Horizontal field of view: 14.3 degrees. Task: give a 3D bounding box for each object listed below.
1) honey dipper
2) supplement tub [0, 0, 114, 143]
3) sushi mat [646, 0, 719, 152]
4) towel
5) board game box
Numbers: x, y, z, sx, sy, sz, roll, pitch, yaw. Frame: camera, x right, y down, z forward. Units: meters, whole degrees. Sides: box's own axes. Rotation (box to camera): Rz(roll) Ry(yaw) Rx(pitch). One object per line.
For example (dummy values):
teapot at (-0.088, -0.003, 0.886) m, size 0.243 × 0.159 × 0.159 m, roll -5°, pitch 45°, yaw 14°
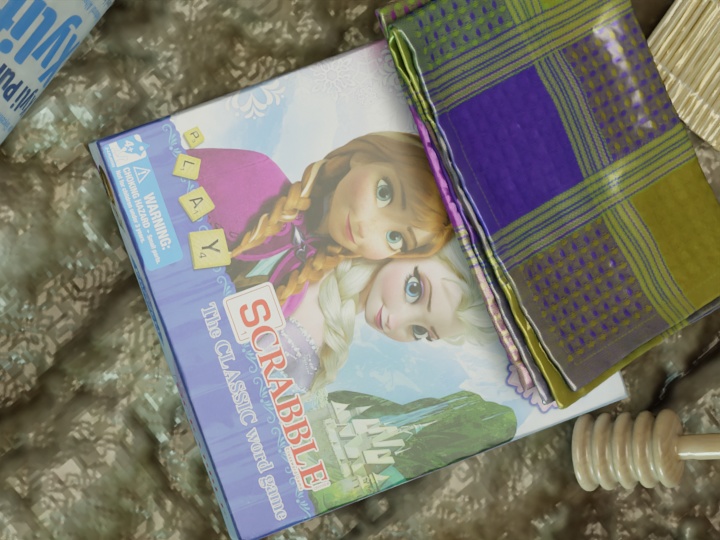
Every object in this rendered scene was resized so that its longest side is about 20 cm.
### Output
honey dipper at (0.197, 0.080, 1.333) m, size 0.199 × 0.038 × 0.038 m, roll -4°, pitch 92°, yaw 22°
supplement tub at (-0.189, -0.122, 1.269) m, size 0.132 × 0.132 × 0.200 m, roll 38°, pitch 85°, yaw -8°
sushi mat at (0.219, -0.145, 1.396) m, size 0.096 × 0.012 × 0.200 m, roll 36°, pitch 85°, yaw -7°
towel at (0.099, -0.052, 1.335) m, size 0.143 × 0.023 × 0.201 m, roll -26°, pitch 97°, yaw -31°
board game box at (0.000, 0.000, 1.346) m, size 0.199 × 0.041 × 0.201 m, roll -21°, pitch 94°, yaw -9°
